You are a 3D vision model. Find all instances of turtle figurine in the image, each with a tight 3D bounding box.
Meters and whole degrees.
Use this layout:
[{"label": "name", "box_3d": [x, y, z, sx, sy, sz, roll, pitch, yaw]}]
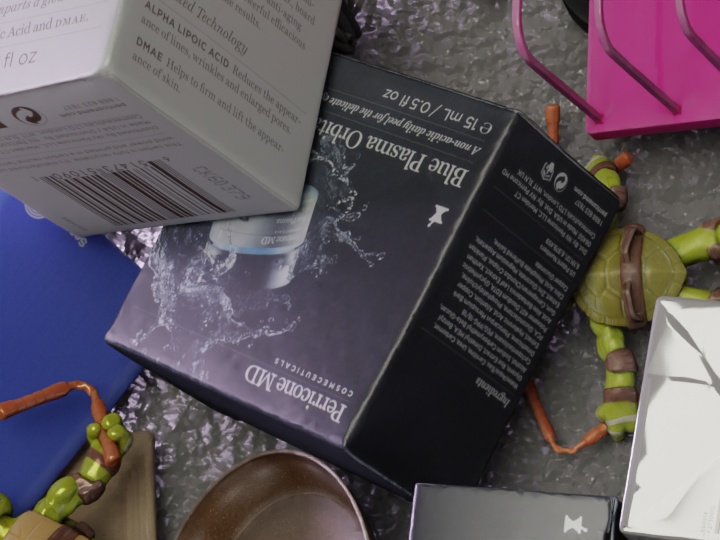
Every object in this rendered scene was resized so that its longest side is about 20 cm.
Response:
[{"label": "turtle figurine", "box_3d": [-0.167, 0.171, 1.482, 0.161, 0.065, 0.200, 32, 68, 20]}, {"label": "turtle figurine", "box_3d": [0.158, -0.005, 1.488, 0.160, 0.064, 0.202, -5, 71, 16]}]

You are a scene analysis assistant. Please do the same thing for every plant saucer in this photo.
[{"label": "plant saucer", "box_3d": [-0.047, 0.197, 1.464, 0.200, 0.032, 0.202, -25, 56, 45]}]

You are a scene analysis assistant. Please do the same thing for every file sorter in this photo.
[{"label": "file sorter", "box_3d": [0.191, -0.163, 1.433, 0.199, 0.125, 0.140, -5, 72, 28]}]

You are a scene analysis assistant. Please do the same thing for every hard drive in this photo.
[{"label": "hard drive", "box_3d": [-0.207, 0.058, 1.538, 0.132, 0.025, 0.200, 42, 76, -16]}]

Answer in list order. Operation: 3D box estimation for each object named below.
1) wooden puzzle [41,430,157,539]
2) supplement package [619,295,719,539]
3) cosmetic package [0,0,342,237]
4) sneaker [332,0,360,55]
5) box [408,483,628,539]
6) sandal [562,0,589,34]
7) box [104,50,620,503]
[{"label": "wooden puzzle", "box_3d": [-0.197, 0.196, 1.549, 0.184, 0.037, 0.201, -11, 61, 14]}, {"label": "supplement package", "box_3d": [0.213, 0.103, 1.362, 0.120, 0.200, 0.121, 5, 74, 19]}, {"label": "cosmetic package", "box_3d": [-0.121, -0.146, 1.458, 0.164, 0.165, 0.201, -7, 62, 36]}, {"label": "sneaker", "box_3d": [-0.045, -0.133, 1.582, 0.081, 0.077, 0.202, 10, 77, 14]}, {"label": "box", "box_3d": [0.091, 0.198, 1.369, 0.103, 0.200, 0.149, 3, 74, 18]}, {"label": "sandal", "box_3d": [0.161, -0.227, 1.570, 0.076, 0.043, 0.201, 14, 78, 21]}, {"label": "box", "box_3d": [0.000, 0.000, 1.479, 0.196, 0.117, 0.201, 21, 80, 42]}]
